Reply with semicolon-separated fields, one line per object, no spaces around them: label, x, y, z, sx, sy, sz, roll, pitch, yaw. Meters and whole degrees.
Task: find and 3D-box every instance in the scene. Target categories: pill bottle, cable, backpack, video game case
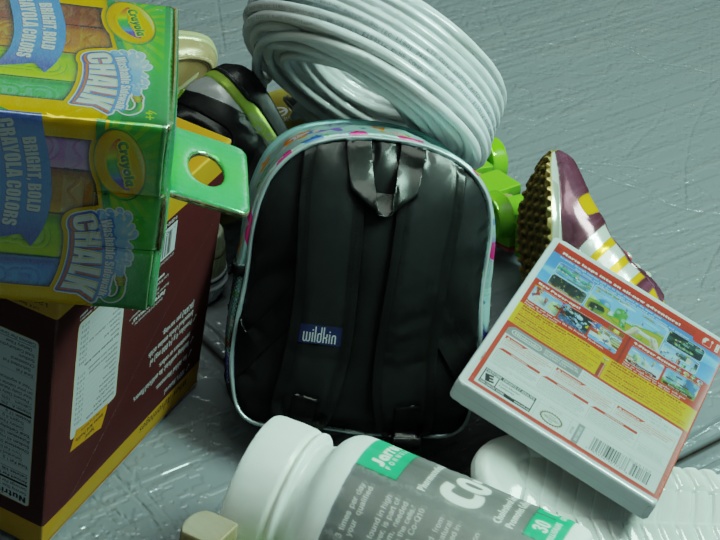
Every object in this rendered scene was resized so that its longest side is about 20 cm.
pill bottle;0.024;0.164;1.048;0.200;0.113;0.113;21;37;14
cable;0.010;-0.140;1.259;0.200;0.200;0.069;29;78;12
backpack;0.000;0.000;1.198;0.177;0.200;0.151;5;16;-6
video game case;0.154;0.064;1.177;0.143;0.017;0.200;32;37;6

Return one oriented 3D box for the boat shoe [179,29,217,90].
boat shoe;-0.201;-0.137;1.448;0.200;0.073;0.063;-20;50;-20

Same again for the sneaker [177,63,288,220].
sneaker;-0.078;-0.054;1.311;0.083;0.072;0.200;-33;93;-19

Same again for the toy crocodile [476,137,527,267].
toy crocodile;0.099;-0.056;1.426;0.067;0.062;0.200;-14;38;-30

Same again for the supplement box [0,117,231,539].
supplement box;-0.193;0.019;1.115;0.133;0.200;0.197;23;37;15

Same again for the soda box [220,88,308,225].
soda box;-0.038;-0.101;1.397;0.200;0.064;0.068;-18;42;-10

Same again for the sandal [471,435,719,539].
sandal;0.159;0.158;1.144;0.202;0.050;0.083;13;48;-18

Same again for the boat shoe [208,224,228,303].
boat shoe;-0.190;-0.030;1.302;0.200;0.062;0.072;11;36;0

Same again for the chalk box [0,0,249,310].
chalk box;-0.157;-0.066;0.963;0.199;0.124;0.125;4;37;-9

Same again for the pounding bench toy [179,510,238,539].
pounding bench toy;-0.028;0.214;0.958;0.156;0.124;0.200;8;36;-5

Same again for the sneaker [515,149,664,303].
sneaker;0.170;0.006;1.309;0.090;0.075;0.200;2;65;-15
